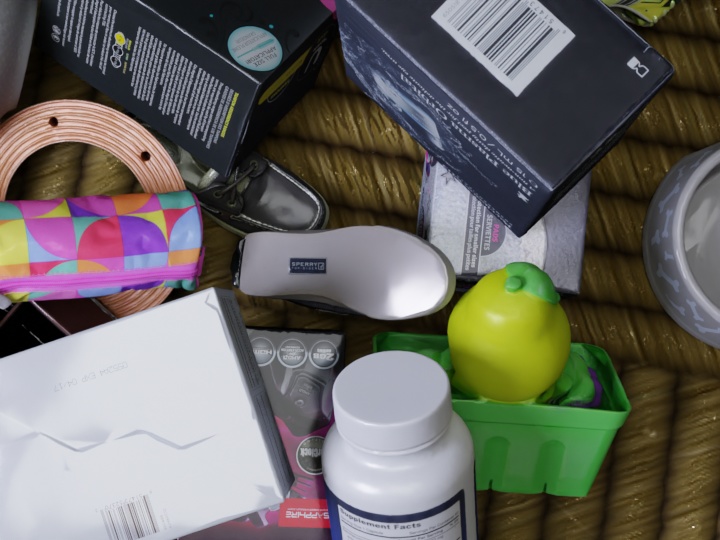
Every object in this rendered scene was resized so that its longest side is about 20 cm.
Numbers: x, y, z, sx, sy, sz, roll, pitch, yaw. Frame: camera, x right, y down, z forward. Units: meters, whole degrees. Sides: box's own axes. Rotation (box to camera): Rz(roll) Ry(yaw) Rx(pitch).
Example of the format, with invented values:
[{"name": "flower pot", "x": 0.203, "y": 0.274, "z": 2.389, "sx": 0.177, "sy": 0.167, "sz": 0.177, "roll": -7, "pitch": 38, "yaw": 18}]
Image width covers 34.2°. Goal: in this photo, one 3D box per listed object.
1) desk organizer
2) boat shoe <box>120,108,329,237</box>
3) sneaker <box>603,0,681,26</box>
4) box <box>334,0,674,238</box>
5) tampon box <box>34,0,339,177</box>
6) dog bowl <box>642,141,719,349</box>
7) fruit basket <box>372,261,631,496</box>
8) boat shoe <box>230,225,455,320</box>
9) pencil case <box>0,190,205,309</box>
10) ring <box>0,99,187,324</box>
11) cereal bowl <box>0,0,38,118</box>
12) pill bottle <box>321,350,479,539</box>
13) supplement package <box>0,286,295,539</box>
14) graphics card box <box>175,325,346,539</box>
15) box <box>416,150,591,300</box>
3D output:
[{"name": "desk organizer", "x": -0.302, "y": 0.011, "z": 0.965, "sx": 0.200, "sy": 0.077, "sz": 0.072, "roll": 43, "pitch": 105, "yaw": -3}, {"name": "boat shoe", "x": -0.122, "y": -0.081, "z": 1.000, "sx": 0.201, "sy": 0.066, "sz": 0.072, "roll": 28, "pitch": 86, "yaw": 2}, {"name": "sneaker", "x": 0.265, "y": -0.254, "z": 1.025, "sx": 0.200, "sy": 0.075, "sz": 0.076, "roll": -8, "pitch": 92, "yaw": 9}, {"name": "box", "x": 0.092, "y": -0.141, "z": 0.828, "sx": 0.197, "sy": 0.200, "sz": 0.117, "roll": 44, "pitch": 87, "yaw": 6}, {"name": "tampon box", "x": -0.136, "y": -0.208, "z": 0.955, "sx": 0.200, "sy": 0.126, "sz": 0.150, "roll": 35, "pitch": 53, "yaw": 3}, {"name": "dog bowl", "x": 0.349, "y": -0.026, "z": 1.007, "sx": 0.200, "sy": 0.059, "sz": 0.200, "roll": 0, "pitch": 84, "yaw": -1}, {"name": "fruit basket", "x": 0.110, "y": 0.073, "z": 0.932, "sx": 0.215, "sy": 0.156, "sz": 0.216, "roll": 0, "pitch": 109, "yaw": 1}, {"name": "boat shoe", "x": 0.000, "y": 0.000, "z": 0.948, "sx": 0.200, "sy": 0.093, "sz": 0.075, "roll": 8, "pitch": 91, "yaw": 31}, {"name": "pencil case", "x": -0.219, "y": -0.014, "z": 0.902, "sx": 0.200, "sy": 0.088, "sz": 0.088, "roll": -8, "pitch": 85, "yaw": -21}, {"name": "ring", "x": -0.237, "y": -0.046, "z": 0.991, "sx": 0.200, "sy": 0.019, "sz": 0.201, "roll": 2, "pitch": 105, "yaw": 8}, {"name": "cereal bowl", "x": -0.313, "y": -0.187, "z": 0.951, "sx": 0.083, "sy": 0.200, "sz": 0.200, "roll": 11, "pitch": 85, "yaw": -20}, {"name": "pill bottle", "x": 0.030, "y": 0.162, "z": 0.857, "sx": 0.111, "sy": 0.111, "sz": 0.200, "roll": -7, "pitch": 123, "yaw": -1}, {"name": "supplement package", "x": -0.166, "y": 0.117, "z": 0.835, "sx": 0.200, "sy": 0.111, "sz": 0.156, "roll": -19, "pitch": 88, "yaw": 1}, {"name": "graphics card box", "x": -0.078, "y": 0.143, "z": 0.918, "sx": 0.125, "sy": 0.051, "sz": 0.200, "roll": 4, "pitch": 87, "yaw": -5}, {"name": "box", "x": 0.120, "y": -0.082, "z": 0.980, "sx": 0.132, "sy": 0.115, "sz": 0.200, "roll": 7, "pitch": 84, "yaw": -1}]
